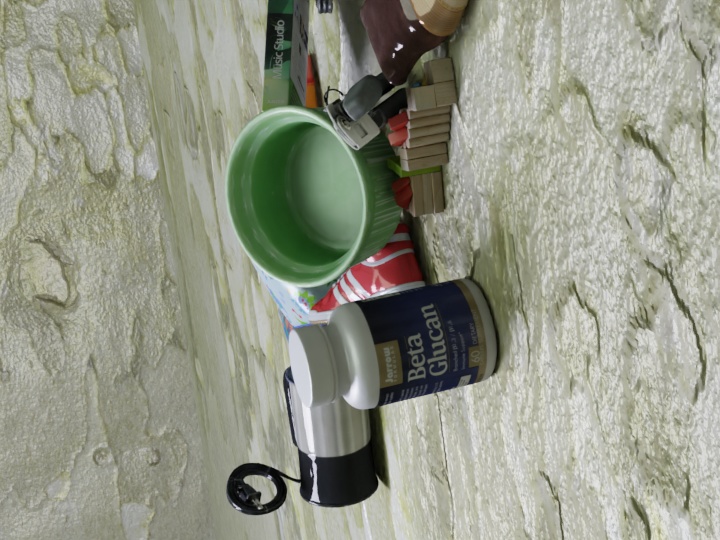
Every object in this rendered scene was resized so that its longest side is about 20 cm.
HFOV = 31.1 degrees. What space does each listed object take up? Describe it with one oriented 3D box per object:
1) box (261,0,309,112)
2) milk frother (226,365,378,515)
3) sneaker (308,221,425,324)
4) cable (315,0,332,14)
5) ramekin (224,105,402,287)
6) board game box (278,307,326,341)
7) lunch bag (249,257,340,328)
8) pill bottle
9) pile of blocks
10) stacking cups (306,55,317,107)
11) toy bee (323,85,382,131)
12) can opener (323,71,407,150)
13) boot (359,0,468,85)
[{"bbox_3d":[-0.089,-0.265,1.562,0.144,0.036,0.202,67,-156,-78],"label":"box"},{"bbox_3d":[-0.089,0.234,1.827,0.179,0.199,0.190,11,115,41],"label":"milk frother"},{"bbox_3d":[0.000,0.000,1.560,0.199,0.071,0.114,-19,81,48],"label":"sneaker"},{"bbox_3d":[-0.035,-0.354,1.508,0.200,0.050,0.098,-115,31,-68],"label":"cable"},{"bbox_3d":[-0.047,-0.089,1.457,0.198,0.097,0.202,9,106,34],"label":"ramekin"},{"bbox_3d":[-0.076,0.105,2.011,0.153,0.045,0.202,105,150,-57],"label":"board game box"},{"bbox_3d":[-0.086,-0.013,1.754,0.171,0.127,0.200,59,157,-4],"label":"lunch bag"},{"bbox_3d":[0.031,0.080,1.338,0.111,0.198,0.112,168,90,-74],"label":"pill bottle"},{"bbox_3d":[0.053,-0.142,1.361,0.201,0.062,0.082,94,158,-43],"label":"pile of blocks"},{"bbox_3d":[-0.079,-0.199,1.801,0.060,0.060,0.202,-161,65,-72],"label":"stacking cups"},{"bbox_3d":[-0.028,-0.141,1.567,0.108,0.130,0.202,-13,77,50],"label":"toy bee"},{"bbox_3d":[0.020,-0.176,1.333,0.053,0.067,0.200,51,-152,-4],"label":"can opener"},{"bbox_3d":[0.029,-0.303,1.274,0.166,0.072,0.202,-44,66,57],"label":"boot"}]
